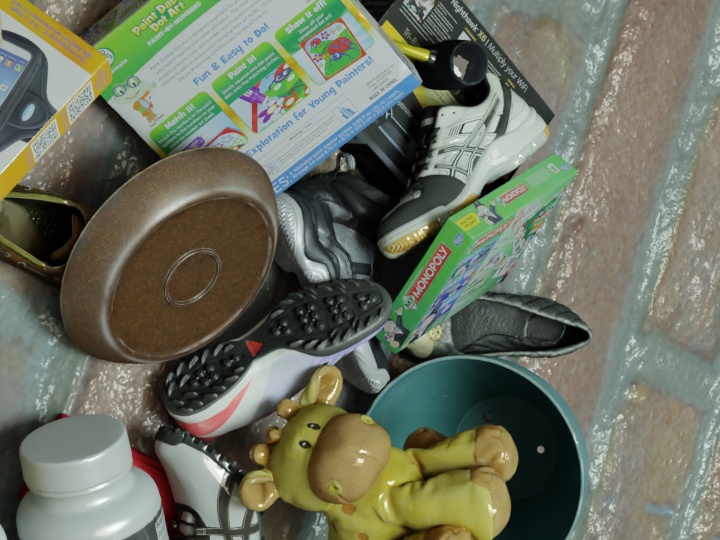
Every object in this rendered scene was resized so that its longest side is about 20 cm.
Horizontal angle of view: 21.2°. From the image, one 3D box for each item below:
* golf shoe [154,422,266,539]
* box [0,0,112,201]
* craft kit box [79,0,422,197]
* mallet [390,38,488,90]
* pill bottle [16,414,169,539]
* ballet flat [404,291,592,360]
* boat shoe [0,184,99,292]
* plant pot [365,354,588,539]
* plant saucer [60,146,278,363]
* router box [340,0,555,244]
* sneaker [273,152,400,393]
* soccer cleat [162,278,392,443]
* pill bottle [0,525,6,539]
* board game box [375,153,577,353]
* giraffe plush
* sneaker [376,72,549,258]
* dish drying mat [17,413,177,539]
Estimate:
[{"bbox_3d":[-0.121,0.215,1.538,0.094,0.078,0.200,-40,115,-23],"label":"golf shoe"},{"bbox_3d":[-0.289,-0.109,1.390,0.119,0.041,0.200,35,69,11],"label":"box"},{"bbox_3d":[-0.089,-0.160,1.500,0.200,0.049,0.198,-37,122,10],"label":"craft kit box"},{"bbox_3d":[0.004,-0.187,1.565,0.200,0.066,0.041,14,85,-19],"label":"mallet"},{"bbox_3d":[-0.200,0.216,1.471,0.111,0.111,0.200,-23,116,-30],"label":"pill bottle"},{"bbox_3d":[0.120,0.048,1.717,0.200,0.057,0.067,-2,96,-34],"label":"ballet flat"},{"bbox_3d":[-0.227,-0.020,1.464,0.200,0.068,0.072,16,86,-35],"label":"boat shoe"},{"bbox_3d":[0.110,0.165,1.664,0.135,0.200,0.200,-13,106,-70],"label":"plant pot"},{"bbox_3d":[-0.138,-0.002,1.491,0.200,0.034,0.200,-27,139,-26],"label":"plant saucer"},{"bbox_3d":[0.058,-0.142,1.654,0.200,0.052,0.157,47,69,-29],"label":"router box"},{"bbox_3d":[0.000,0.000,1.617,0.114,0.075,0.200,-36,112,-23],"label":"sneaker"},{"bbox_3d":[-0.062,0.073,1.557,0.200,0.068,0.073,-29,144,-1],"label":"soccer cleat"},{"bbox_3d":[-0.328,0.195,1.394,0.113,0.113,0.200,-47,118,-21],"label":"pill bottle"},{"bbox_3d":[0.099,-0.016,1.620,0.200,0.029,0.135,-31,157,-54],"label":"board game box"},{"bbox_3d":[0.001,0.163,1.518,0.162,0.200,0.173,45,39,-25],"label":"giraffe plush"},{"bbox_3d":[0.066,-0.089,1.596,0.088,0.076,0.200,51,56,-5],"label":"sneaker"},{"bbox_3d":[-0.178,0.189,1.553,0.200,0.018,0.077,32,78,-33],"label":"dish drying mat"}]
